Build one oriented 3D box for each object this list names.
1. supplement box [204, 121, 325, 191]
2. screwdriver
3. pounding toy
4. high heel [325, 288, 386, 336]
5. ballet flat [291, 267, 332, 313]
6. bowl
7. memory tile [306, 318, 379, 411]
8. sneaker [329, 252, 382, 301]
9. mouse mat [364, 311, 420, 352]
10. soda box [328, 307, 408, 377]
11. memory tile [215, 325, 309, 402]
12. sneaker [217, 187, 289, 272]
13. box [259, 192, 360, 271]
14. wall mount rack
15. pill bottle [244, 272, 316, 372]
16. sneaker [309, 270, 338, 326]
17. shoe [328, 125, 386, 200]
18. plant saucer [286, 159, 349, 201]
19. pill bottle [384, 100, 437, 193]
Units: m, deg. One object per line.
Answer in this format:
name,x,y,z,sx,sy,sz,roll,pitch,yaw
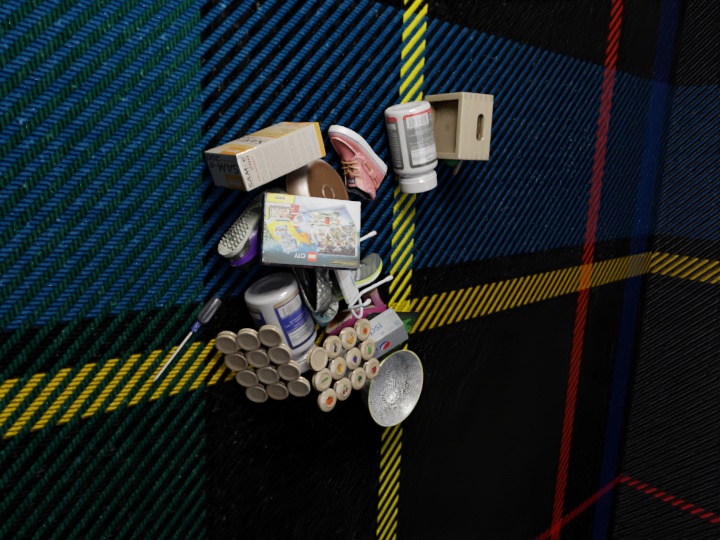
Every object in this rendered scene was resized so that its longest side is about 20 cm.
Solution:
supplement box,-0.185,-0.229,1.153,0.199,0.125,0.074,-32,121,-34
screwdriver,-0.340,0.135,1.155,0.028,0.029,0.201,51,61,-38
pounding toy,0.253,-0.345,1.517,0.141,0.183,0.203,-5,103,-30
high heel,-0.006,0.131,1.449,0.200,0.067,0.097,-40,116,-45
ballet flat,-0.113,-0.008,1.195,0.202,0.066,0.057,63,21,-2
bowl,0.063,0.293,1.531,0.199,0.094,0.204,-12,107,-41
memory tile,-0.033,0.207,1.305,0.199,0.017,0.155,-27,112,-42
sneaker,-0.026,0.002,1.397,0.199,0.073,0.082,-34,118,-35
mouse mat,0.056,0.168,1.506,0.198,0.008,0.162,2,126,-44
soda box,0.014,0.178,1.420,0.199,0.064,0.069,-32,140,-8
memory tile,-0.203,0.198,1.228,0.017,0.151,0.202,-80,153,-53
sneaker,-0.204,-0.080,1.218,0.201,0.069,0.100,-51,137,-19
box,-0.099,-0.075,1.171,0.197,0.038,0.139,4,82,-18
wall mount rack,0.000,0.000,1.343,0.202,0.074,0.174,69,25,-13
pill bottle,-0.161,0.118,1.261,0.119,0.119,0.202,-36,122,-32
sneaker,-0.102,0.031,1.299,0.076,0.087,0.202,-6,61,-13
shoe,-0.014,-0.242,1.347,0.200,0.071,0.092,35,70,-47
plant saucer,-0.080,-0.161,1.269,0.200,0.036,0.203,31,50,-46
pill bottle,0.128,-0.301,1.439,0.113,0.113,0.203,-28,118,-35
